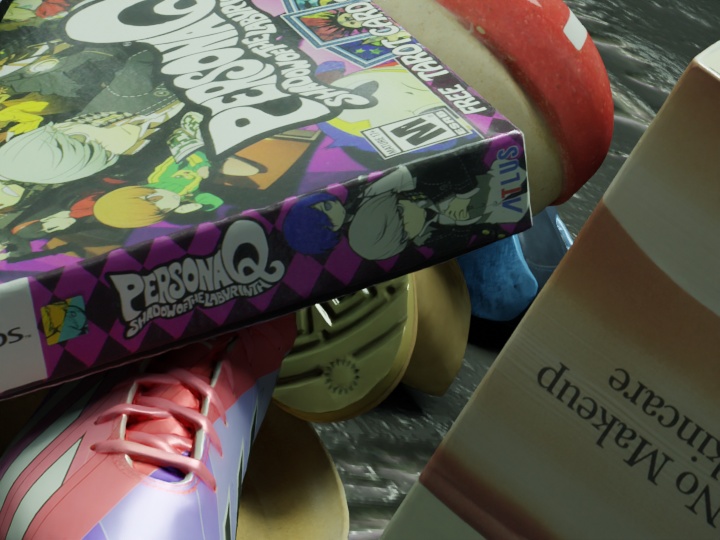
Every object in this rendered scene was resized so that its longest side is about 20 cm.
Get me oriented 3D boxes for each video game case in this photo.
[{"bbox_3d":[-0.076,-0.040,0.776,0.181,0.036,0.200,-17,33,-17],"label":"video game case"}]

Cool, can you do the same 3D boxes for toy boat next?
[{"bbox_3d":[0.045,-0.104,1.041,0.131,0.131,0.200,49,1,-23],"label":"toy boat"}]

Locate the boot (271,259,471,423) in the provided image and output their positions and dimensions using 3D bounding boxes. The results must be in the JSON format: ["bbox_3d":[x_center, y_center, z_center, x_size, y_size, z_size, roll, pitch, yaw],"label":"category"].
[{"bbox_3d":[0.000,0.000,0.949,0.200,0.066,0.176,50,18,-61],"label":"boot"}]

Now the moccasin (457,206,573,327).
[{"bbox_3d":[0.033,-0.046,1.182,0.068,0.080,0.201,19,38,-44],"label":"moccasin"}]

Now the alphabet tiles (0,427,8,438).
[{"bbox_3d":[-0.152,0.031,0.803,0.195,0.015,0.200,12,28,-44],"label":"alphabet tiles"}]

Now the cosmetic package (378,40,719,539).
[{"bbox_3d":[0.103,0.034,0.904,0.103,0.200,0.087,35,22,11],"label":"cosmetic package"}]

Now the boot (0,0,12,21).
[{"bbox_3d":[-0.125,-0.119,0.773,0.097,0.075,0.200,32,34,-7],"label":"boot"}]

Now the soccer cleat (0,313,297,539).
[{"bbox_3d":[-0.051,0.036,0.733,0.067,0.077,0.200,30,20,-9],"label":"soccer cleat"}]

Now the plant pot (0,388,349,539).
[{"bbox_3d":[-0.095,0.038,0.811,0.199,0.028,0.200,29,21,-12],"label":"plant pot"}]
